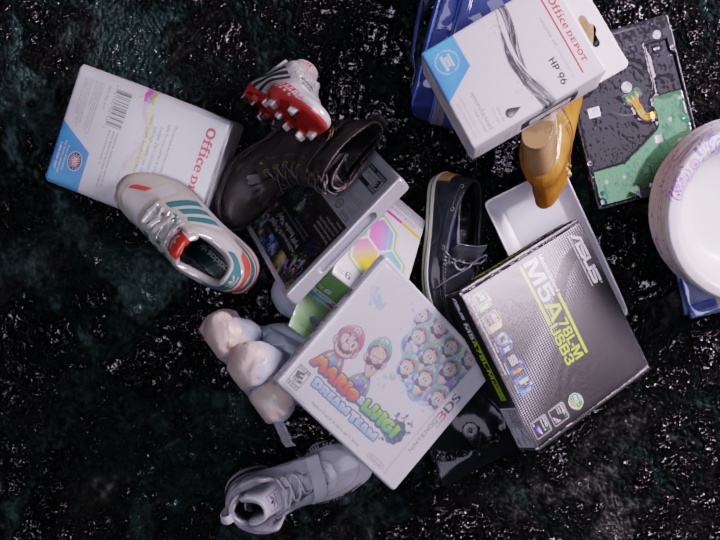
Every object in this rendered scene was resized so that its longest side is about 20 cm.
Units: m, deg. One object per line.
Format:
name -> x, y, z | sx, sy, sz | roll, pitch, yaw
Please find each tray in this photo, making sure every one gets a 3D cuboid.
tray -> 0.239, -0.016, 1.217 | 0.106, 0.022, 0.203 | -25, 92, 4

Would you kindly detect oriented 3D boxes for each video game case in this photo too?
video game case -> 0.030, 0.116, 1.112 | 0.182, 0.024, 0.200 | -48, 111, -7
video game case -> -0.046, -0.074, 1.154 | 0.182, 0.200, 0.023 | -45, 124, 6

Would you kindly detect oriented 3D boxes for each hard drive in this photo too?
hard drive -> 0.324, -0.188, 1.193 | 0.137, 0.038, 0.204 | -16, 92, 5

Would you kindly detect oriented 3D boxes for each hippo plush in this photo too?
hippo plush -> -0.074, 0.090, 1.160 | 0.160, 0.159, 0.201 | -38, 117, -9

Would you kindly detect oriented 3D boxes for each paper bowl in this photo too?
paper bowl -> 0.427, -0.072, 1.130 | 0.196, 0.104, 0.205 | -1, 101, -3

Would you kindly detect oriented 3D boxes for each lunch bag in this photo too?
lunch bag -> 0.125, -0.266, 1.151 | 0.130, 0.136, 0.204 | 13, 91, 2

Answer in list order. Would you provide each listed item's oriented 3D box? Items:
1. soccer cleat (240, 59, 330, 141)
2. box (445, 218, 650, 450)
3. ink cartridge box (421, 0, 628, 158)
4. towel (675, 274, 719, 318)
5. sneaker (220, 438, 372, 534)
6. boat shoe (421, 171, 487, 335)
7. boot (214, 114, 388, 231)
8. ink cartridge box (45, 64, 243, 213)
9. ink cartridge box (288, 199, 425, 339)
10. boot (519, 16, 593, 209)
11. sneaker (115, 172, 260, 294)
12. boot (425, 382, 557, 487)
soccer cleat -> -0.075, -0.206, 1.148 | 0.085, 0.200, 0.069 | -46, 118, -7
box -> 0.219, 0.072, 1.148 | 0.191, 0.047, 0.203 | -27, 93, -23
ink cartridge box -> 0.176, -0.221, 1.043 | 0.198, 0.068, 0.117 | -30, 84, 2
towel -> 0.476, -0.032, 1.200 | 0.196, 0.024, 0.150 | -13, 92, 5
sneaker -> -0.078, 0.267, 1.207 | 0.196, 0.115, 0.076 | -16, 93, 4
boat shoe -> 0.116, -0.018, 1.194 | 0.061, 0.074, 0.204 | 1, 91, 40
boot -> -0.073, -0.114, 1.141 | 0.201, 0.174, 0.069 | -51, 123, -7
ink cartridge box -> -0.258, -0.144, 1.209 | 0.197, 0.085, 0.147 | 21, 96, 3
ink cartridge box -> 0.000, 0.000, 1.145 | 0.103, 0.059, 0.202 | 37, 54, -27
boot -> 0.225, -0.187, 1.150 | 0.070, 0.144, 0.204 | 12, 72, 19
sneaker -> -0.203, -0.046, 1.118 | 0.199, 0.093, 0.071 | 39, 97, 7
boot -> 0.133, 0.148, 1.205 | 0.165, 0.076, 0.203 | -19, 98, 1
